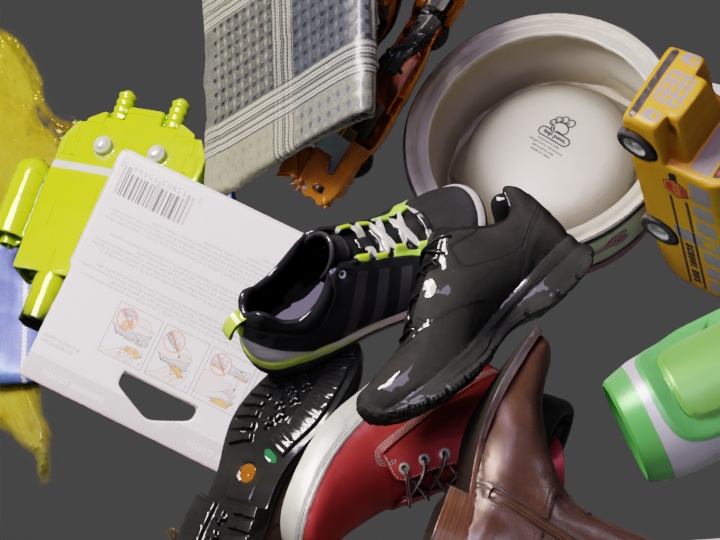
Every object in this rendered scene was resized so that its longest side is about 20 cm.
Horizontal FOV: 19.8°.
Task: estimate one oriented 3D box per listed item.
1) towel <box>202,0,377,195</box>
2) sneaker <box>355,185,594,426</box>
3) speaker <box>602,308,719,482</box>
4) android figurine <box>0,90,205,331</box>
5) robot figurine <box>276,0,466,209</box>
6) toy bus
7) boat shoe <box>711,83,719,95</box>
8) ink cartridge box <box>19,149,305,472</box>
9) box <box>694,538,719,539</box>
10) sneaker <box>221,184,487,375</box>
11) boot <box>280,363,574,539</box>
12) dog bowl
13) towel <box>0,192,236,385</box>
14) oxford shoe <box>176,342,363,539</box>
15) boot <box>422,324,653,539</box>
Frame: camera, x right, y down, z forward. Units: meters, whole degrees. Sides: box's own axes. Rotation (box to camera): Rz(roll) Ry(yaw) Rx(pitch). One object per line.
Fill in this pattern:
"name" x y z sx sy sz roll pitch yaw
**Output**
"towel" -0.049 -0.165 1.467 0.199 0.034 0.194 -24 62 48
"sneaker" 0.060 0.023 1.347 0.200 0.076 0.091 -41 90 -27
"speaker" 0.262 0.063 1.350 0.199 0.089 0.089 -26 57 1
"android figurine" -0.182 -0.043 1.546 0.180 0.041 0.201 12 68 19
"robot figurine" 0.013 -0.140 1.495 0.058 0.145 0.201 31 92 -1
"toy bus" 0.228 -0.059 1.360 0.078 0.200 0.065 29 72 29
"boat shoe" 0.295 -0.080 1.430 0.199 0.069 0.075 35 75 30
"ink cartridge box" -0.115 0.036 1.464 0.199 0.045 0.177 26 87 6
"box" 0.189 0.241 1.162 0.198 0.107 0.154 -5 61 13
"sneaker" 0.000 0.000 1.378 0.199 0.083 0.072 -35 58 -10
"boot" 0.051 0.134 1.360 0.144 0.073 0.200 27 53 26
"dog bowl" 0.134 -0.081 1.477 0.198 0.074 0.202 -8 59 13
"towel" -0.187 0.006 1.553 0.198 0.024 0.146 -11 60 11
"oxford shoe" -0.051 0.136 1.404 0.072 0.084 0.201 18 71 40
"boot" 0.154 0.154 1.311 0.199 0.064 0.187 26 69 -2
